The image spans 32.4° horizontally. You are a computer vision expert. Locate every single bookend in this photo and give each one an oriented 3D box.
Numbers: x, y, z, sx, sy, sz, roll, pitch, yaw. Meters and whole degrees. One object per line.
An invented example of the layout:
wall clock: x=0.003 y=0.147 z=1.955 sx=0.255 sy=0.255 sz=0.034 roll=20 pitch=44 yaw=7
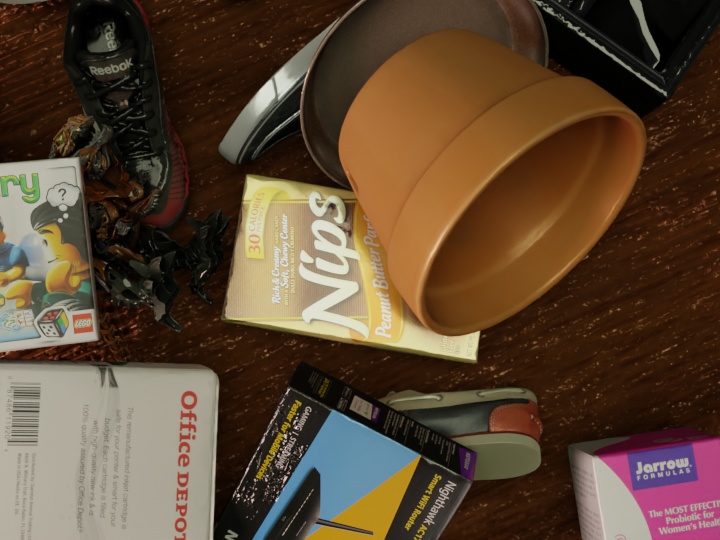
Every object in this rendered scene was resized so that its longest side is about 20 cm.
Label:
bookend: x=0.203 y=-0.260 z=0.962 sx=0.198 sy=0.092 sz=0.200 roll=36 pitch=86 yaw=1

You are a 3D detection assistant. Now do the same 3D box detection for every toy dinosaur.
toy dinosaur: x=-0.178 y=-0.017 z=0.929 sx=0.135 sy=0.200 sz=0.102 roll=14 pitch=55 yaw=20

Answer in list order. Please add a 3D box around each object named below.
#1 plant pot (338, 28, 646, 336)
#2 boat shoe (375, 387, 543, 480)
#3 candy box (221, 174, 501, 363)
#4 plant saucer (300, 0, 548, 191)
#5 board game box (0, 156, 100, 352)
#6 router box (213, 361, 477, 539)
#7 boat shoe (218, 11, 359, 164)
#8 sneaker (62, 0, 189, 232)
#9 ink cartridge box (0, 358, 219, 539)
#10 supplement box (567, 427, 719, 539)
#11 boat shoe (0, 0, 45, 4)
plant pot: x=0.078 y=-0.074 z=0.863 sx=0.200 sy=0.200 sz=0.140 roll=-40 pitch=63 yaw=-3
boat shoe: x=0.041 y=0.123 z=0.958 sx=0.199 sy=0.071 sz=0.063 roll=-3 pitch=48 yaw=7
candy box: x=0.000 y=0.000 z=0.964 sx=0.199 sy=0.055 sz=0.116 roll=10 pitch=85 yaw=-2
plant saucer: x=0.045 y=-0.144 z=0.930 sx=0.200 sy=0.200 sz=0.032 roll=-25 pitch=46 yaw=-2
board game box: x=-0.282 y=-0.004 z=0.831 sx=0.199 sy=0.035 sz=0.127 roll=-7 pitch=88 yaw=-11
router box: x=-0.024 y=0.186 z=0.920 sx=0.149 sy=0.051 sz=0.200 roll=27 pitch=113 yaw=0
boat shoe: x=-0.021 y=-0.143 z=0.967 sx=0.200 sy=0.072 sz=0.068 roll=-42 pitch=89 yaw=-9
sneaker: x=-0.182 y=-0.126 z=0.946 sx=0.071 sy=0.098 sz=0.201 roll=-14 pitch=90 yaw=-3
ink cartridge box: x=-0.210 y=0.139 z=0.900 sx=0.199 sy=0.084 sz=0.147 roll=4 pitch=88 yaw=-19
supplement box: x=0.228 y=0.227 z=0.937 sx=0.101 sy=0.103 sz=0.201 roll=-9 pitch=86 yaw=-1
boat shoe: x=-0.205 y=-0.264 z=0.945 sx=0.199 sy=0.069 sz=0.072 roll=-13 pitch=45 yaw=10
